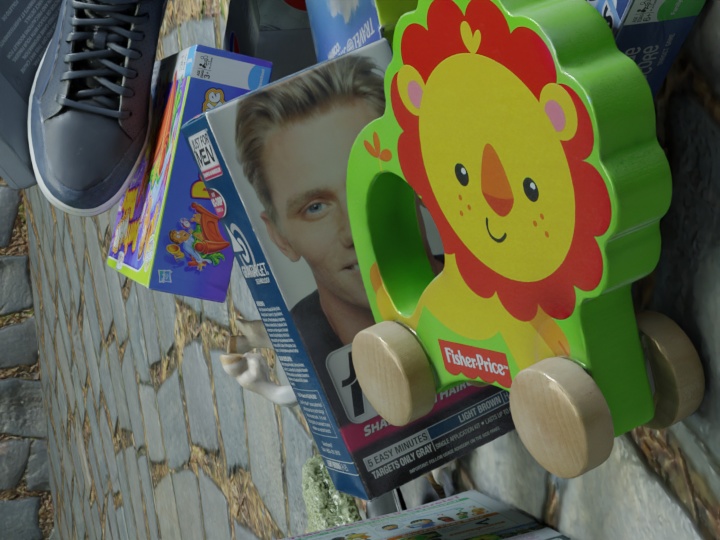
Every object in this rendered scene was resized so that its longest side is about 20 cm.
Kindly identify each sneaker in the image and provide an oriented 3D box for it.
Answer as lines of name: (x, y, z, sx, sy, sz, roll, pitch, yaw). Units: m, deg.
sneaker: (-0.147, -0.139, 0.937, 0.146, 0.077, 0.203, 114, 166, -81)

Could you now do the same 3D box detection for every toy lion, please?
toy lion: (0.053, -0.025, 0.678, 0.200, 0.069, 0.192, 8, 117, 59)

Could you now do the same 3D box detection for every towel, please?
towel: (0.002, 0.227, 1.072, 0.200, 0.036, 0.149, -112, 9, -46)

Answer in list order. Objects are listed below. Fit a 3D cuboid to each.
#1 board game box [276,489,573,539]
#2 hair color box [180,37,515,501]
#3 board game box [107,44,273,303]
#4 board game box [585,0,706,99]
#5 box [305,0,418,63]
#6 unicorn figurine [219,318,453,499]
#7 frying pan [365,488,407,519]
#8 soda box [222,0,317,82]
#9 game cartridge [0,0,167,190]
board game box: (0.029, 0.169, 0.813, 0.200, 0.147, 0.064, -164, 64, -72)
hair color box: (0.000, 0.000, 0.822, 0.200, 0.100, 0.061, 67, 164, -5)
board game box: (-0.105, -0.058, 1.001, 0.200, 0.045, 0.135, -167, 89, -75)
board game box: (0.077, -0.104, 0.705, 0.200, 0.034, 0.136, 107, 150, -57)
box: (-0.002, -0.184, 0.904, 0.122, 0.048, 0.201, 144, 116, -72)
unicorn figurine: (-0.004, 0.034, 0.923, 0.074, 0.137, 0.201, -78, -3, -78)
frying pan: (0.040, 0.206, 0.984, 0.115, 0.031, 0.191, -104, -4, -82)
soda box: (-0.051, -0.115, 1.068, 0.200, 0.068, 0.064, 109, 151, -57)
game cartridge: (-0.194, -0.149, 1.043, 0.040, 0.200, 0.133, -16, 125, 38)
